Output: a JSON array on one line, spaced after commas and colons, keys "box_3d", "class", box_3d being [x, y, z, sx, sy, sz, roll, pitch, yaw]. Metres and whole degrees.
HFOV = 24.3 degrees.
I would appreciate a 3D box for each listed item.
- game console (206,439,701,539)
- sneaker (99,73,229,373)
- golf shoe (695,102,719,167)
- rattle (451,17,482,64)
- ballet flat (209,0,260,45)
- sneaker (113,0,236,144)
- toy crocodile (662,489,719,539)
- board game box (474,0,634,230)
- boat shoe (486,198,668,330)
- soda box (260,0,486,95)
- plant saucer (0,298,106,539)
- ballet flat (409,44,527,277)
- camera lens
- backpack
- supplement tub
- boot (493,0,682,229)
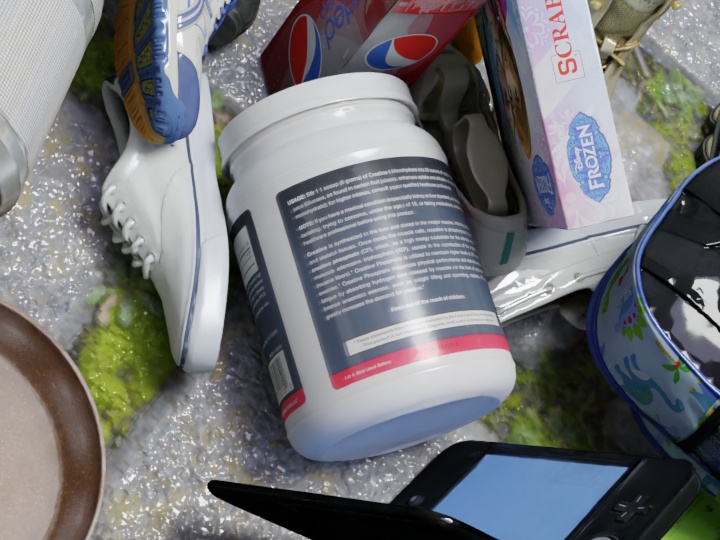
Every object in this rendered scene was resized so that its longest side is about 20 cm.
[{"box_3d": [0.051, 0.116, 0.910, 0.176, 0.199, 0.117, -40, 114, -33], "class": "game console"}, {"box_3d": [-0.121, -0.030, 0.994, 0.070, 0.073, 0.201, -1, 60, -15], "class": "sneaker"}, {"box_3d": [0.279, -0.046, 1.167, 0.077, 0.094, 0.201, 14, 65, -20], "class": "golf shoe"}, {"box_3d": [-0.024, -0.200, 1.120, 0.199, 0.144, 0.130, -19, 40, -23], "class": "rattle"}, {"box_3d": [-0.153, -0.211, 1.060, 0.199, 0.066, 0.057, 33, 45, -16], "class": "ballet flat"}, {"box_3d": [-0.097, -0.169, 0.990, 0.088, 0.075, 0.201, 6, 71, -29], "class": "sneaker"}, {"box_3d": [0.233, 0.144, 1.087, 0.067, 0.062, 0.200, 40, 60, 12], "class": "toy crocodile"}, {"box_3d": [0.104, -0.126, 0.987, 0.041, 0.200, 0.201, -13, 92, -1], "class": "board game box"}, {"box_3d": [0.150, 0.012, 1.092, 0.201, 0.075, 0.087, -12, 74, -26], "class": "boat shoe"}, {"box_3d": [0.006, -0.150, 1.019, 0.063, 0.200, 0.070, -5, 71, -26], "class": "soda box"}, {"box_3d": [-0.237, 0.103, 0.895, 0.199, 0.034, 0.202, 9, 64, -20], "class": "plant saucer"}, {"box_3d": [0.062, -0.091, 1.057, 0.069, 0.070, 0.201, -4, 58, -26], "class": "ballet flat"}, {"box_3d": [-0.235, -0.133, 0.923, 0.159, 0.160, 0.201, 26, 60, -13], "class": "camera lens"}, {"box_3d": [0.242, 0.046, 1.021, 0.200, 0.147, 0.183, 42, 59, 5], "class": "backpack"}, {"box_3d": [0.000, 0.000, 0.987, 0.140, 0.140, 0.201, -9, 73, -28], "class": "supplement tub"}, {"box_3d": [0.155, -0.139, 1.111, 0.072, 0.155, 0.201, 16, 63, -18], "class": "boot"}]
